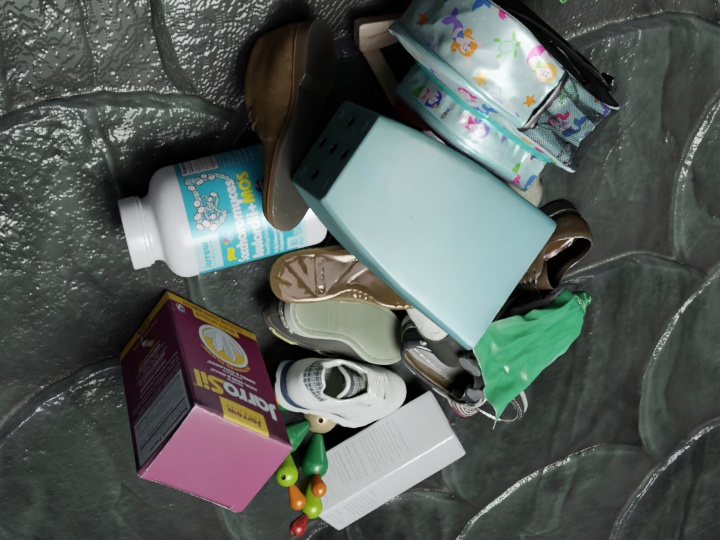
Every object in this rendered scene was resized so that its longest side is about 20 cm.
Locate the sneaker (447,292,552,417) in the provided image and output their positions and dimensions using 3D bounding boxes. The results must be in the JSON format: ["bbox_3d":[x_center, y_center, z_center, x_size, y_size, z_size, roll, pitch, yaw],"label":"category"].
[{"bbox_3d":[0.174,0.103,1.251,0.079,0.075,0.202,18,114,-29],"label":"sneaker"}]

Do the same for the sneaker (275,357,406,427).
[{"bbox_3d":[-0.006,0.140,1.175,0.080,0.078,0.198,-19,161,41],"label":"sneaker"}]

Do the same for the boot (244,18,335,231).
[{"bbox_3d":[-0.075,-0.136,0.954,0.073,0.074,0.205,25,70,-59],"label":"boot"}]

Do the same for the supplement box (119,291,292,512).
[{"bbox_3d":[-0.170,0.136,1.064,0.130,0.201,0.104,30,109,-34],"label":"supplement box"}]

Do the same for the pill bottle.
[{"bbox_3d":[-0.139,-0.060,1.005,0.196,0.111,0.113,-15,126,-11],"label":"pill bottle"}]

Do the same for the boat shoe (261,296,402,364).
[{"bbox_3d":[-0.027,0.064,1.161,0.060,0.073,0.199,-10,157,42],"label":"boat shoe"}]

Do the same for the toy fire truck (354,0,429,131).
[{"bbox_3d":[0.042,-0.249,0.989,0.141,0.049,0.199,-46,126,11],"label":"toy fire truck"}]

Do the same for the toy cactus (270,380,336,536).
[{"bbox_3d":[-0.076,0.195,1.198,0.164,0.102,0.203,-32,94,-37],"label":"toy cactus"}]

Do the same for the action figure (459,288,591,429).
[{"bbox_3d":[0.198,0.077,1.146,0.198,0.054,0.120,-31,120,-30],"label":"action figure"}]

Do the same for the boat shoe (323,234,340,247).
[{"bbox_3d":[0.000,-0.062,1.083,0.062,0.074,0.203,7,128,-21],"label":"boat shoe"}]

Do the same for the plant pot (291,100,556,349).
[{"bbox_3d":[0.045,-0.057,0.925,0.199,0.141,0.142,36,91,-28],"label":"plant pot"}]

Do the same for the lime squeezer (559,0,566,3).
[{"bbox_3d":[0.163,-0.332,0.974,0.038,0.070,0.200,-56,154,0],"label":"lime squeezer"}]

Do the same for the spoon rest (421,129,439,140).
[{"bbox_3d":[0.109,-0.062,1.077,0.098,0.060,0.204,-16,92,-45],"label":"spoon rest"}]

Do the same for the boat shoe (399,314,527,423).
[{"bbox_3d":[0.123,0.130,1.198,0.073,0.061,0.200,-33,114,32],"label":"boat shoe"}]

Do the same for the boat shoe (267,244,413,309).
[{"bbox_3d":[0.000,0.000,1.053,0.195,0.064,0.073,2,95,-10],"label":"boat shoe"}]

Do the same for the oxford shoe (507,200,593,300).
[{"bbox_3d":[0.187,0.001,1.185,0.199,0.085,0.073,-38,128,8],"label":"oxford shoe"}]

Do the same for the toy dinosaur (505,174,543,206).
[{"bbox_3d":[0.173,-0.102,1.100,0.075,0.103,0.203,-13,126,-12],"label":"toy dinosaur"}]

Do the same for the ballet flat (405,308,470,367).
[{"bbox_3d":[0.073,0.013,1.112,0.068,0.067,0.204,-14,92,-56],"label":"ballet flat"}]

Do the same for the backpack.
[{"bbox_3d":[0.118,-0.183,0.918,0.151,0.178,0.199,-48,134,10],"label":"backpack"}]

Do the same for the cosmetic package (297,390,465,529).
[{"bbox_3d":[0.028,0.242,1.269,0.198,0.075,0.102,-31,153,-1],"label":"cosmetic package"}]
